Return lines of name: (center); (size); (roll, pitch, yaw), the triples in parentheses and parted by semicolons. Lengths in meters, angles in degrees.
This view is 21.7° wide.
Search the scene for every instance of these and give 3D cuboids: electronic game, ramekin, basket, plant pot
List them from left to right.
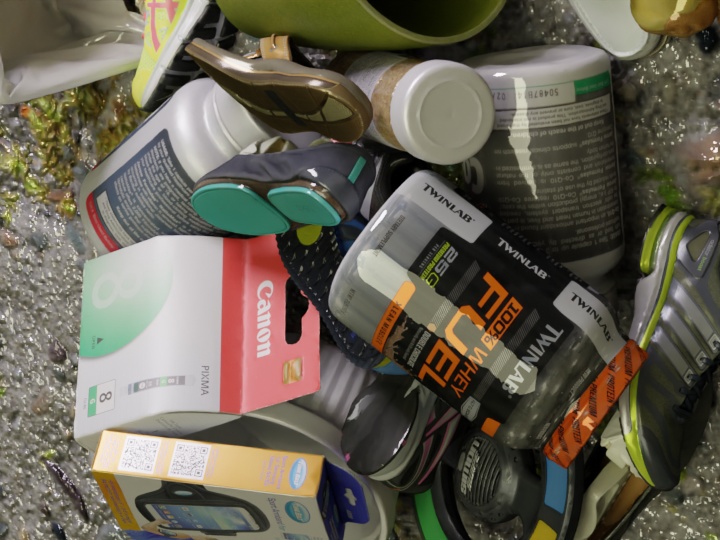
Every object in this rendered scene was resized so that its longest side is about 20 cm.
basket: (-0.272, -0.212, 1.526); (0.123, 0.199, 0.137); (-4, 103, 42)
ramekin: (-0.054, 0.142, 1.511); (0.199, 0.105, 0.201); (15, 138, 14)
plant pot: (-0.019, -0.234, 1.367); (0.199, 0.186, 0.189); (-12, 99, 51)
electronic game: (0.101, 0.154, 1.442); (0.199, 0.041, 0.202); (-7, 81, 55)

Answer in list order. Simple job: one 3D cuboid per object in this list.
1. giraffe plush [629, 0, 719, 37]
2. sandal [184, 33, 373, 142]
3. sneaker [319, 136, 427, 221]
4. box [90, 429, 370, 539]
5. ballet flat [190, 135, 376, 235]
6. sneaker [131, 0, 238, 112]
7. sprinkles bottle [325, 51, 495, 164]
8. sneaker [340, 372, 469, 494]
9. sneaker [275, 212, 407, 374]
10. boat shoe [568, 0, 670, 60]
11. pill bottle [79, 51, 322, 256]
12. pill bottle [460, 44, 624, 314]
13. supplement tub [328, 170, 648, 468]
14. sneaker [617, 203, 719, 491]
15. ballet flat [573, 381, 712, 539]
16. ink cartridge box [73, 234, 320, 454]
giraffe plush: (0.216, -0.246, 1.170); (0.171, 0.162, 0.202); (6, 97, 8)
sandal: (-0.051, -0.139, 1.345); (0.199, 0.054, 0.080); (18, 157, 51)
sneaker: (0.022, -0.020, 1.462); (0.097, 0.071, 0.202); (8, 109, 35)
box: (-0.095, 0.175, 1.426); (0.198, 0.042, 0.119); (7, 148, 13)
ballet flat: (-0.053, -0.065, 1.380); (0.199, 0.073, 0.074); (-1, 107, 57)
sneaker: (-0.145, -0.224, 1.510); (0.090, 0.078, 0.201); (33, 110, 21)
sprinkles bottle: (0.029, -0.120, 1.331); (0.200, 0.068, 0.069); (-151, 50, -69)
sneaker: (0.056, 0.079, 1.431); (0.080, 0.086, 0.201); (19, 73, 41)
sneaker: (0.000, 0.000, 1.405); (0.066, 0.078, 0.201); (-53, 50, 28)
boat shoe: (0.149, -0.235, 1.304); (0.074, 0.068, 0.201); (-26, 91, 36)
pill bottle: (-0.125, -0.084, 1.512); (0.200, 0.119, 0.120); (-36, 85, 37)
pill bottle: (0.131, -0.054, 1.350); (0.112, 0.113, 0.202); (3, 106, 34)
supplement tub: (0.087, 0.035, 1.266); (0.199, 0.122, 0.123); (36, 123, 9)
sneaker: (0.230, 0.055, 1.317); (0.080, 0.074, 0.202); (6, 86, 24)
ballet flat: (0.200, 0.146, 1.399); (0.068, 0.068, 0.201); (36, 122, 20)
ink cartridge box: (-0.126, 0.043, 1.442); (0.199, 0.050, 0.162); (-20, 53, 26)
